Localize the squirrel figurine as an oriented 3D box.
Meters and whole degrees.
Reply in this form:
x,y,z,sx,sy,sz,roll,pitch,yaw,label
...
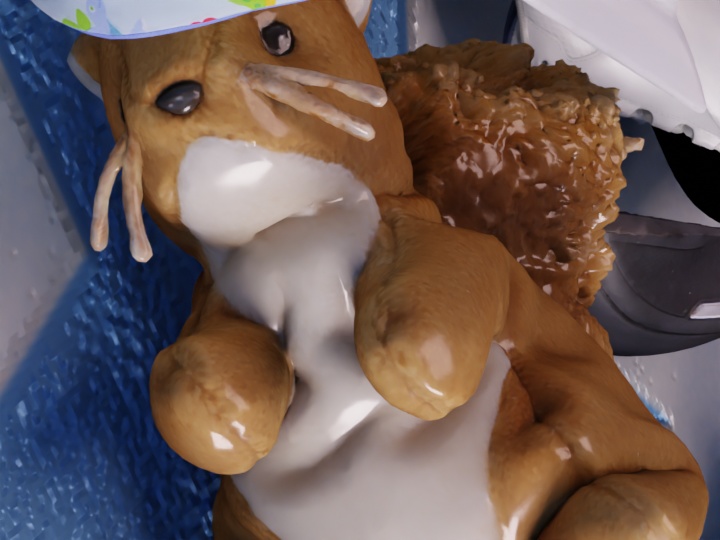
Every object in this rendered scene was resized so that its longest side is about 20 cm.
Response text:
x,y,z,sx,sy,sz,roll,pitch,yaw,label
0.000,0.000,0.757,0.187,0.141,0.200,61,23,-4,squirrel figurine

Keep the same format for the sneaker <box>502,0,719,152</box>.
x,y,z,sx,sy,sz,roll,pitch,yaw,label
0.097,-0.079,0.915,0.200,0.087,0.075,45,3,-6,sneaker

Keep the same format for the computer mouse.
x,y,z,sx,sy,sz,roll,pitch,yaw,label
0.129,0.010,0.915,0.200,0.140,0.046,6,92,-53,computer mouse

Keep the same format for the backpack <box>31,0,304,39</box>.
x,y,z,sx,sy,sz,roll,pitch,yaw,label
-0.034,-0.132,0.655,0.200,0.163,0.154,-116,-162,-87,backpack

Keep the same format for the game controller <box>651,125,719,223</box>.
x,y,z,sx,sy,sz,roll,pitch,yaw,label
0.124,-0.116,0.971,0.104,0.042,0.200,-22,86,-21,game controller

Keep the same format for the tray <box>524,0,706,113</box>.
x,y,z,sx,sy,sz,roll,pitch,yaw,label
0.026,-0.127,0.810,0.107,0.022,0.200,25,22,-47,tray
